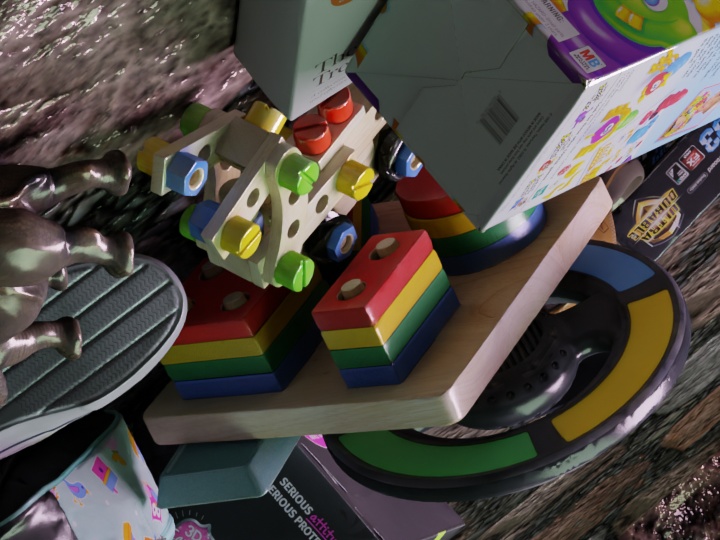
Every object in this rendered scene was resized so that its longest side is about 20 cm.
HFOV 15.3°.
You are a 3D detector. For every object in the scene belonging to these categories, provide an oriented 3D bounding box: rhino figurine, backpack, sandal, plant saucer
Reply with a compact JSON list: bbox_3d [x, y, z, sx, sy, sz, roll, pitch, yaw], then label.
[{"bbox_3d":[-0.173,0.018,1.236,0.087,0.060,0.200,-5,149,-31],"label":"rhino figurine"},{"bbox_3d":[-0.184,0.163,1.418,0.176,0.153,0.200,-27,-165,18],"label":"backpack"},{"bbox_3d":[0.118,-0.003,1.545,0.082,0.055,0.200,-44,178,39],"label":"sandal"},{"bbox_3d":[-0.045,0.058,1.451,0.070,0.019,0.200,-10,-152,31],"label":"plant saucer"}]

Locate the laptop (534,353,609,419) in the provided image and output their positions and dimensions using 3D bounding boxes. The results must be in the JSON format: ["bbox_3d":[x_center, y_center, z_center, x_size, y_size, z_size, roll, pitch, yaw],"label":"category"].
[{"bbox_3d":[0.032,0.054,1.606,0.200,0.103,0.177,-19,177,31],"label":"laptop"}]

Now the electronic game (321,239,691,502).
[{"bbox_3d":[0.073,0.049,1.385,0.200,0.200,0.042,-34,124,-17],"label":"electronic game"}]

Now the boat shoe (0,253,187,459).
[{"bbox_3d":[-0.176,0.052,1.343,0.200,0.074,0.067,-28,180,2],"label":"boat shoe"}]

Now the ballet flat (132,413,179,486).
[{"bbox_3d":[-0.054,0.077,1.661,0.200,0.073,0.073,-24,160,-25],"label":"ballet flat"}]

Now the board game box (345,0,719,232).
[{"bbox_3d":[0.109,-0.115,1.241,0.200,0.103,0.105,-25,158,-43],"label":"board game box"}]

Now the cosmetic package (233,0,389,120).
[{"bbox_3d":[0.038,-0.167,1.221,0.200,0.052,0.151,-34,162,-18],"label":"cosmetic package"}]

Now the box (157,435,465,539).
[{"bbox_3d":[-0.065,0.174,1.559,0.200,0.124,0.149,-44,167,15],"label":"box"}]

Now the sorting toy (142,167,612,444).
[{"bbox_3d":[0.000,0.000,1.416,0.200,0.070,0.199,-7,-149,37],"label":"sorting toy"}]

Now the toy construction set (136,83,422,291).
[{"bbox_3d":[-0.017,-0.069,1.320,0.200,0.092,0.131,-38,145,-17],"label":"toy construction set"}]

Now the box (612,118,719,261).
[{"bbox_3d":[0.236,-0.106,1.720,0.199,0.050,0.200,-48,-176,14],"label":"box"}]
